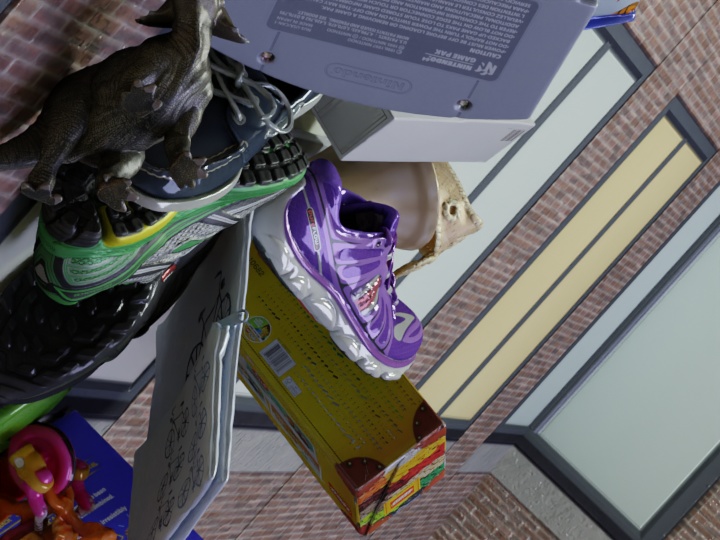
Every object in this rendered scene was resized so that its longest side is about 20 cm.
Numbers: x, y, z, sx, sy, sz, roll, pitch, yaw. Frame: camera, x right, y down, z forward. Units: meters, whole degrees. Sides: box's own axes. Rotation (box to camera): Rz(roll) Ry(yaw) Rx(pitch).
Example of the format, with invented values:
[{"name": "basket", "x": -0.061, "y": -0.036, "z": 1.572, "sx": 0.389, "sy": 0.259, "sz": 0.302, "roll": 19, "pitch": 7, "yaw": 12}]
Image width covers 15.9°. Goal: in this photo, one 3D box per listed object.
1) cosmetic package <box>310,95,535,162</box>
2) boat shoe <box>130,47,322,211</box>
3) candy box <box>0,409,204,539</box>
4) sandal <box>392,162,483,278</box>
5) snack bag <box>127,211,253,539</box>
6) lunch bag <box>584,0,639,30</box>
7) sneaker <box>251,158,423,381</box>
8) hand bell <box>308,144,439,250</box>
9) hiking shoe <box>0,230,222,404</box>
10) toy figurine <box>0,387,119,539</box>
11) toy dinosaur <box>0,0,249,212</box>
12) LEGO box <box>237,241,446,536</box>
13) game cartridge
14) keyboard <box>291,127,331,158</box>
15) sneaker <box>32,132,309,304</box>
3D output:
[{"name": "cosmetic package", "x": 0.031, "y": -0.113, "z": 1.632, "sx": 0.051, "sy": 0.083, "sz": 0.200, "roll": -35, "pitch": 165, "yaw": 25}, {"name": "boat shoe", "x": -0.068, "y": -0.097, "z": 1.443, "sx": 0.200, "sy": 0.075, "sz": 0.062, "roll": -36, "pitch": 165, "yaw": -46}, {"name": "candy box", "x": -0.187, "y": 0.212, "z": 1.708, "sx": 0.169, "sy": 0.200, "sz": 0.077, "roll": -32, "pitch": 163, "yaw": -45}, {"name": "sandal", "x": 0.057, "y": -0.053, "z": 1.808, "sx": 0.078, "sy": 0.069, "sz": 0.213, "roll": 109, "pitch": 1, "yaw": -65}, {"name": "snack bag", "x": -0.106, "y": 0.076, "z": 1.564, "sx": 0.189, "sy": 0.021, "sz": 0.201, "roll": 126, "pitch": -27, "yaw": -55}, {"name": "lunch bag", "x": 0.080, "y": -0.210, "z": 1.443, "sx": 0.199, "sy": 0.124, "sz": 0.170, "roll": -10, "pitch": 147, "yaw": -25}, {"name": "sneaker", "x": 0.000, "y": 0.000, "z": 1.628, "sx": 0.083, "sy": 0.081, "sz": 0.200, "roll": -36, "pitch": 143, "yaw": 3}, {"name": "hand bell", "x": -0.057, "y": -0.034, "z": 1.664, "sx": 0.199, "sy": 0.104, "sz": 0.104, "roll": -21, "pitch": 155, "yaw": -31}, {"name": "hiking shoe", "x": -0.149, "y": 0.021, "z": 1.533, "sx": 0.200, "sy": 0.076, "sz": 0.101, "roll": -42, "pitch": 163, "yaw": -26}, {"name": "toy figurine", "x": -0.193, "y": 0.188, "z": 1.561, "sx": 0.200, "sy": 0.184, "sz": 0.150, "roll": -39, "pitch": 174, "yaw": 25}, {"name": "toy dinosaur", "x": -0.122, "y": -0.079, "z": 1.305, "sx": 0.200, "sy": 0.077, "sz": 0.102, "roll": -38, "pitch": -155, "yaw": 25}, {"name": "LEGO box", "x": -0.031, "y": 0.071, "z": 1.781, "sx": 0.077, "sy": 0.200, "sz": 0.149, "roll": -37, "pitch": 166, "yaw": -9}, {"name": "game cartridge", "x": 0.019, "y": -0.144, "z": 1.395, "sx": 0.041, "sy": 0.199, "sz": 0.134, "roll": -93, "pitch": -157, "yaw": -43}, {"name": "keyboard", "x": -0.050, "y": -0.070, "z": 1.740, "sx": 0.056, "sy": 0.011, "sz": 0.200, "roll": -44, "pitch": 168, "yaw": 10}, {"name": "sneaker", "x": -0.113, "y": -0.043, "z": 1.476, "sx": 0.200, "sy": 0.078, "sz": 0.085, "roll": -24, "pitch": 155, "yaw": -41}]
